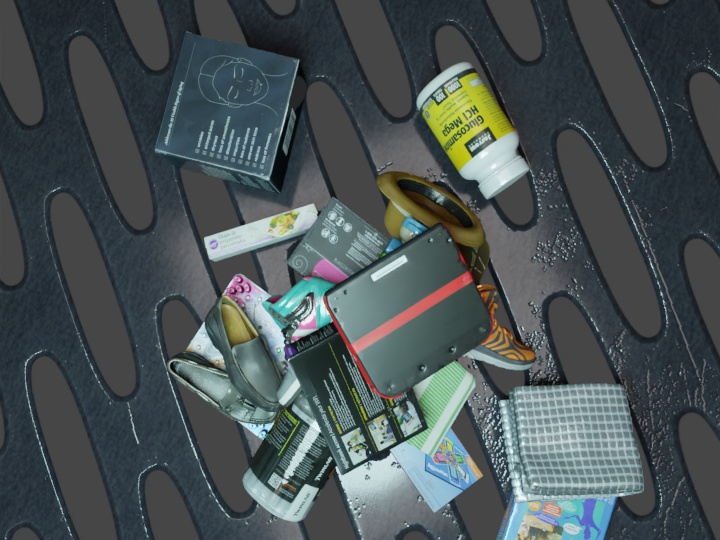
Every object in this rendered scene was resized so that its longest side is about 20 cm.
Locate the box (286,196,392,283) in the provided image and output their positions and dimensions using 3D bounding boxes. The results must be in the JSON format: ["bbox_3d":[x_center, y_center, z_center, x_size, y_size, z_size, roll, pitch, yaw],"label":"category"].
[{"bbox_3d":[0.000,0.000,1.057,0.199,0.115,0.133,37,86,3],"label":"box"}]

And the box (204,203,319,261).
[{"bbox_3d":[-0.163,-0.064,1.107,0.196,0.041,0.040,-17,83,2],"label":"box"}]

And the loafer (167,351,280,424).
[{"bbox_3d":[-0.222,0.193,1.049,0.197,0.063,0.073,25,85,5],"label":"loafer"}]

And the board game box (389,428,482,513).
[{"bbox_3d":[0.101,0.278,1.053,0.102,0.019,0.202,-34,97,0],"label":"board game box"}]

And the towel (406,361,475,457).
[{"bbox_3d":[0.071,0.179,1.004,0.198,0.023,0.154,33,90,-18],"label":"towel"}]

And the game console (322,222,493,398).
[{"bbox_3d":[0.070,0.059,0.892,0.198,0.031,0.179,-31,98,-5],"label":"game console"}]

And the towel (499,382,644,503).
[{"bbox_3d":[0.322,0.260,1.003,0.195,0.086,0.169,-1,66,-5],"label":"towel"}]

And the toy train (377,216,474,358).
[{"bbox_3d":[0.112,0.022,0.946,0.198,0.085,0.117,34,97,-1],"label":"toy train"}]

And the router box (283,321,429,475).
[{"bbox_3d":[-0.004,0.169,0.939,0.147,0.051,0.203,-25,108,-9],"label":"router box"}]

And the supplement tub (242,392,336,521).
[{"bbox_3d":[-0.087,0.274,1.032,0.121,0.123,0.202,32,88,5],"label":"supplement tub"}]

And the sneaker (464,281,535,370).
[{"bbox_3d":[0.207,0.084,1.023,0.197,0.077,0.114,16,94,-28],"label":"sneaker"}]

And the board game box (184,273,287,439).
[{"bbox_3d":[-0.184,0.143,1.097,0.198,0.026,0.202,34,87,6],"label":"board game box"}]

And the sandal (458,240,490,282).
[{"bbox_3d":[0.152,0.033,1.081,0.079,0.054,0.203,29,72,-2],"label":"sandal"}]

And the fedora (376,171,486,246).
[{"bbox_3d":[0.102,-0.079,1.048,0.198,0.201,0.083,32,117,5],"label":"fedora"}]

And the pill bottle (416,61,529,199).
[{"bbox_3d":[0.186,-0.224,1.068,0.111,0.112,0.202,-33,84,-1],"label":"pill bottle"}]

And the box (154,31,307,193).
[{"bbox_3d":[-0.208,-0.256,1.085,0.192,0.124,0.205,14,86,3],"label":"box"}]

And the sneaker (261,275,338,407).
[{"bbox_3d":[-0.102,0.091,0.974,0.119,0.084,0.203,31,97,1],"label":"sneaker"}]

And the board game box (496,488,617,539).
[{"bbox_3d":[0.302,0.415,1.039,0.149,0.045,0.204,21,85,4],"label":"board game box"}]

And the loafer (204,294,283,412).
[{"bbox_3d":[-0.179,0.129,1.024,0.072,0.073,0.201,-30,72,-35],"label":"loafer"}]
